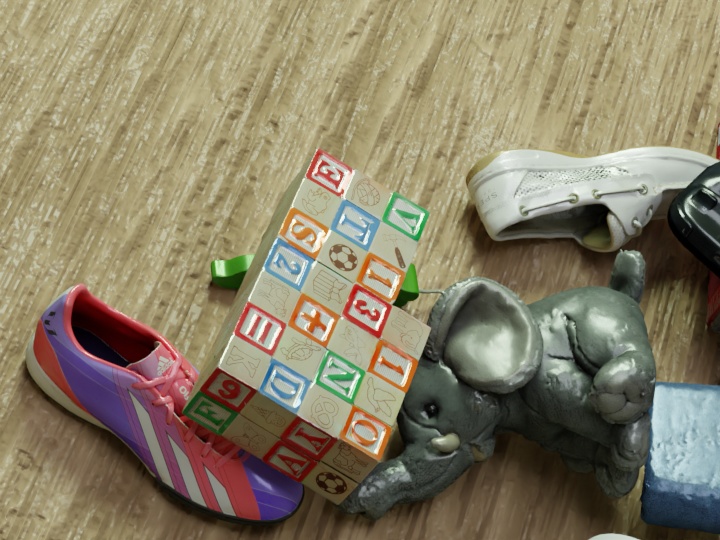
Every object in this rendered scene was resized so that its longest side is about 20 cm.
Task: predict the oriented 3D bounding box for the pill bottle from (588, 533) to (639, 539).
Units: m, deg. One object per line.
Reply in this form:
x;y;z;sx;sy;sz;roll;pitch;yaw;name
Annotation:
0.118;0.255;1.504;0.113;0.114;0.200;40;50;8;pill bottle

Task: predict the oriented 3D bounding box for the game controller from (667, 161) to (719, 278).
0.306;0.004;1.742;0.200;0.042;0.104;43;37;8;game controller

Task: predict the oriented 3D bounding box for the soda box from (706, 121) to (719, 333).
0.299;-0.041;1.829;0.070;0.063;0.201;19;52;-11;soda box

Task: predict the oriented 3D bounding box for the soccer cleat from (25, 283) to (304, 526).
-0.117;0.085;1.547;0.200;0.073;0.068;35;50;3;soccer cleat

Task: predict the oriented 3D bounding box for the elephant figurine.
0.086;0.073;1.621;0.199;0.142;0.155;4;24;-2;elephant figurine

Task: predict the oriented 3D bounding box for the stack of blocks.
-0.020;0.032;1.564;0.115;0.059;0.201;30;48;-9;stack of blocks

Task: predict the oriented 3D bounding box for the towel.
0.281;0.133;1.633;0.199;0.049;0.112;8;49;3;towel

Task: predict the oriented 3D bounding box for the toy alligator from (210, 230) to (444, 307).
0.000;0.000;1.672;0.199;0.054;0.060;7;54;-20;toy alligator

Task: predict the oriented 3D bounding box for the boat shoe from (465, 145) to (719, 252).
0.173;-0.043;1.776;0.199;0.071;0.070;-3;61;-18;boat shoe
